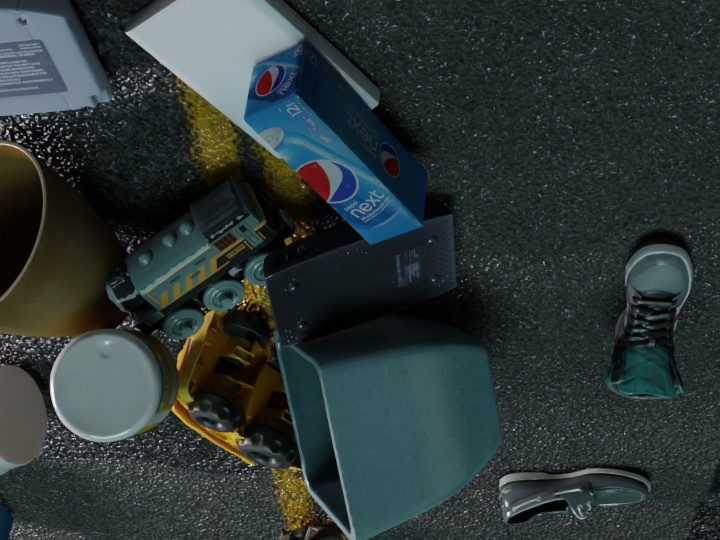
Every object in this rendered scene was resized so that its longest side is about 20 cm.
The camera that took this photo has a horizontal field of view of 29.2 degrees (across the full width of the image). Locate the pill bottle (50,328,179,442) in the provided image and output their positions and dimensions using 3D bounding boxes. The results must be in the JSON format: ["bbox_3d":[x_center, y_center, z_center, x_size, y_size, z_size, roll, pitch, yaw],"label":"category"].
[{"bbox_3d":[-0.250,0.117,1.447,0.111,0.114,0.200,7,177,1],"label":"pill bottle"}]

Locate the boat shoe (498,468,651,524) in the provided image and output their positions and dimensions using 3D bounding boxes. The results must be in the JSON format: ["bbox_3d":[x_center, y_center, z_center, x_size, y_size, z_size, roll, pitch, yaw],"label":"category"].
[{"bbox_3d":[0.278,0.300,1.795,0.197,0.062,0.073,-3,142,14],"label":"boat shoe"}]

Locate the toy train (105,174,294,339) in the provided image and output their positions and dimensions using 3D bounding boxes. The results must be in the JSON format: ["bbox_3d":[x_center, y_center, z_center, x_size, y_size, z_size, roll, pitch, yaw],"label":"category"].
[{"bbox_3d":[-0.164,-0.011,1.403,0.199,0.086,0.114,-33,141,9],"label":"toy train"}]

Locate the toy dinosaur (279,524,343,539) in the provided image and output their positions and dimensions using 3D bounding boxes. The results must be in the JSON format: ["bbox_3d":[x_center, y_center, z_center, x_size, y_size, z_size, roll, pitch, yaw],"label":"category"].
[{"bbox_3d":[-0.064,0.396,1.992,0.101,0.078,0.201,-2,139,-8],"label":"toy dinosaur"}]

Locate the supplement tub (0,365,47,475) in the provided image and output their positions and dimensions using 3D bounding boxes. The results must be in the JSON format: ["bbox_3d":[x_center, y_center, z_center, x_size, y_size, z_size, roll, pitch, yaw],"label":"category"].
[{"bbox_3d":[-0.509,0.196,1.730,0.198,0.142,0.141,-13,139,25],"label":"supplement tub"}]

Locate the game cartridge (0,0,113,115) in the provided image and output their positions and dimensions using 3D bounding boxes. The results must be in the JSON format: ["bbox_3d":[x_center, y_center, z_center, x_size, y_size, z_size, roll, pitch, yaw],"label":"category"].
[{"bbox_3d":[-0.339,-0.199,1.264,0.197,0.041,0.134,-3,146,13],"label":"game cartridge"}]

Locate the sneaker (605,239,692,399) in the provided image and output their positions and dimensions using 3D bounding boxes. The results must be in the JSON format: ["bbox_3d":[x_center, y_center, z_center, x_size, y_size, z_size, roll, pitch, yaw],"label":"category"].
[{"bbox_3d":[0.299,0.069,1.434,0.082,0.122,0.201,4,143,5],"label":"sneaker"}]

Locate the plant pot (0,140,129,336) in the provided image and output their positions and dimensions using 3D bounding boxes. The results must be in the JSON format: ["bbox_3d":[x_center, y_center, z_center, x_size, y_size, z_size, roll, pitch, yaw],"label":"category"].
[{"bbox_3d":[-0.324,-0.006,1.417,0.184,0.189,0.200,-15,153,27],"label":"plant pot"}]

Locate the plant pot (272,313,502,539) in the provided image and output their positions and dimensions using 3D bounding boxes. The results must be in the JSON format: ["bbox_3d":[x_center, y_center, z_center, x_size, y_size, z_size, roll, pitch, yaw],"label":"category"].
[{"bbox_3d":[0.039,0.148,1.490,0.198,0.196,0.198,-14,102,-15],"label":"plant pot"}]

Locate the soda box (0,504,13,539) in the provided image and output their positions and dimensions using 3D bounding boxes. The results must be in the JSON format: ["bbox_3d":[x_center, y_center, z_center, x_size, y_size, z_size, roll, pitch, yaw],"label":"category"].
[{"bbox_3d":[-0.573,0.339,1.981,0.063,0.068,0.201,-2,142,14],"label":"soda box"}]

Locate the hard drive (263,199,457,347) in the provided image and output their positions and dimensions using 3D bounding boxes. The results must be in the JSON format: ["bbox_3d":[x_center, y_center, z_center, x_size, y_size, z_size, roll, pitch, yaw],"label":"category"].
[{"bbox_3d":[0.000,0.000,1.406,0.198,0.043,0.136,-19,143,-7],"label":"hard drive"}]

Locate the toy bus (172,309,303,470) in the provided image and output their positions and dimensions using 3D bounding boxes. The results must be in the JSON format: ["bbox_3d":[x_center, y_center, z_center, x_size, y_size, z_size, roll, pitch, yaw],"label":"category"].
[{"bbox_3d":[-0.156,0.144,1.627,0.199,0.137,0.191,36,151,-31],"label":"toy bus"}]

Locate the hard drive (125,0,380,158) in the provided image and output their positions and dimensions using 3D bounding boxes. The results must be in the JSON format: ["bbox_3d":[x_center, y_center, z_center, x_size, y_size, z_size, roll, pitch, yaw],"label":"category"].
[{"bbox_3d":[-0.095,-0.188,1.242,0.131,0.027,0.199,-23,134,35],"label":"hard drive"}]

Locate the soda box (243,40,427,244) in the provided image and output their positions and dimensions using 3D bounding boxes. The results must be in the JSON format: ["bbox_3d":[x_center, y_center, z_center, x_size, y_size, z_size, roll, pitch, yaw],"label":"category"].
[{"bbox_3d":[-0.019,-0.111,1.251,0.064,0.068,0.200,-19,137,31],"label":"soda box"}]
